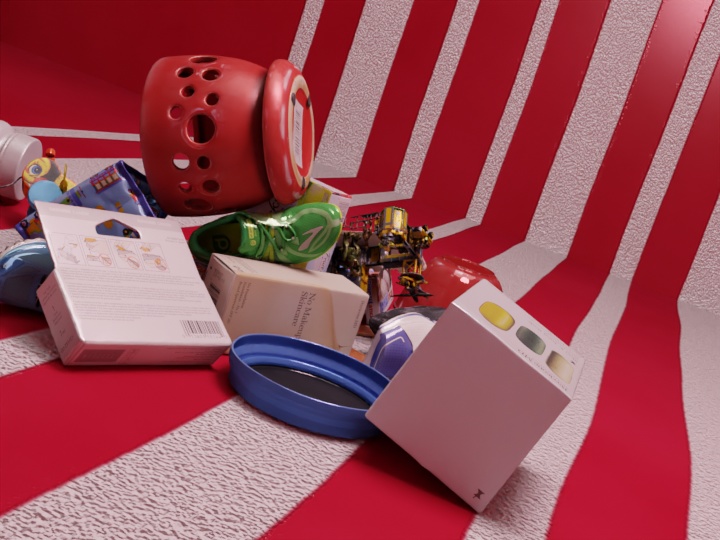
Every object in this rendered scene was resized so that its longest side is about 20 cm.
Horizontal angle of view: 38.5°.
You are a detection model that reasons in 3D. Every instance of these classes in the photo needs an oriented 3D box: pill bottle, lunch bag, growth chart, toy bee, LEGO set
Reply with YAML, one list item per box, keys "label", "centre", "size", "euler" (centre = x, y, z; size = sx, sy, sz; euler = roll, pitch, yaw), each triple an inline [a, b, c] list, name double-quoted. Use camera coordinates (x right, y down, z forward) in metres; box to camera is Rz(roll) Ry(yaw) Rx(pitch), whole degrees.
- label: "pill bottle"
  centre: [-0.586, -0.181, 1.533]
  size: [0.198, 0.115, 0.114]
  euler: [19, 11, -1]
- label: "lunch bag"
  centre: [-0.326, -0.063, 1.310]
  size: [0.095, 0.150, 0.200]
  euler: [59, 1, -6]
- label: "growth chart"
  centre: [-0.004, -0.033, 1.523]
  size: [0.198, 0.018, 0.145]
  euler: [4, -24, 9]
- label: "toy bee"
  centre: [-0.434, -0.119, 1.447]
  size: [0.199, 0.109, 0.131]
  euler: [37, -35, -22]
- label: "LEGO set"
  centre: [0.000, 0.000, 1.430]
  size: [0.198, 0.117, 0.154]
  euler: [-3, -26, 16]

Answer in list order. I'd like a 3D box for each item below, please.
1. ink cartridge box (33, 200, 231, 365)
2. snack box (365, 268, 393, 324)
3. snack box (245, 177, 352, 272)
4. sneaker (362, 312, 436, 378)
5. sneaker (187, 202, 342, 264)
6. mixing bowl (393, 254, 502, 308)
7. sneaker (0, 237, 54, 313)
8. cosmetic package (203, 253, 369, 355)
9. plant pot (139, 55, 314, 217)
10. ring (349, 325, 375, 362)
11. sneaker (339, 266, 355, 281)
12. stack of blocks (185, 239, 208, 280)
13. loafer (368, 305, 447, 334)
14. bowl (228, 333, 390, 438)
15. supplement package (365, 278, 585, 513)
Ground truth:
- label: "ink cartridge box"
  centre: [-0.252, 0.018, 1.109]
  size: [0.199, 0.045, 0.177]
  euler: [7, 48, -50]
- label: "snack box"
  centre: [0.029, 0.031, 1.655]
  size: [0.024, 0.073, 0.200]
  euler: [-4, 9, 8]
- label: "snack box"
  centre: [-0.108, -0.032, 1.390]
  size: [0.142, 0.202, 0.053]
  euler: [26, 11, 35]
- label: "sneaker"
  centre: [0.112, 0.119, 1.321]
  size: [0.198, 0.081, 0.115]
  euler: [3, 30, -37]
- label: "sneaker"
  centre: [-0.118, -0.039, 1.274]
  size: [0.198, 0.075, 0.084]
  euler: [-11, -1, 6]
- label: "mixing bowl"
  centre: [0.166, 0.040, 1.753]
  size: [0.198, 0.109, 0.200]
  euler: [18, 10, -3]
- label: "sneaker"
  centre: [-0.309, 0.021, 1.129]
  size: [0.199, 0.079, 0.090]
  euler: [9, 18, -40]
- label: "cosmetic package"
  centre: [-0.098, 0.051, 1.270]
  size: [0.199, 0.104, 0.073]
  euler: [9, 16, -36]
- label: "plant pot"
  centre: [-0.157, -0.168, 1.291]
  size: [0.180, 0.203, 0.200]
  euler: [0, 9, 9]
- label: "ring"
  centre: [0.036, 0.108, 1.438]
  size: [0.199, 0.019, 0.201]
  euler: [19, 12, -4]
- label: "sneaker"
  centre: [-0.040, 0.027, 1.553]
  size: [0.078, 0.067, 0.200]
  euler: [11, 7, 15]
- label: "stack of blocks"
  centre: [-0.255, 0.003, 1.344]
  size: [0.114, 0.059, 0.200]
  euler: [19, 11, -1]
- label: "loafer"
  centre: [0.089, 0.077, 1.451]
  size: [0.070, 0.069, 0.200]
  euler: [36, 22, 33]
- label: "bowl"
  centre: [-0.053, 0.127, 1.141]
  size: [0.199, 0.040, 0.201]
  euler: [19, 11, -4]
- label: "supplement package"
  centre: [0.128, 0.123, 1.087]
  size: [0.151, 0.151, 0.200]
  euler: [39, 15, 9]
